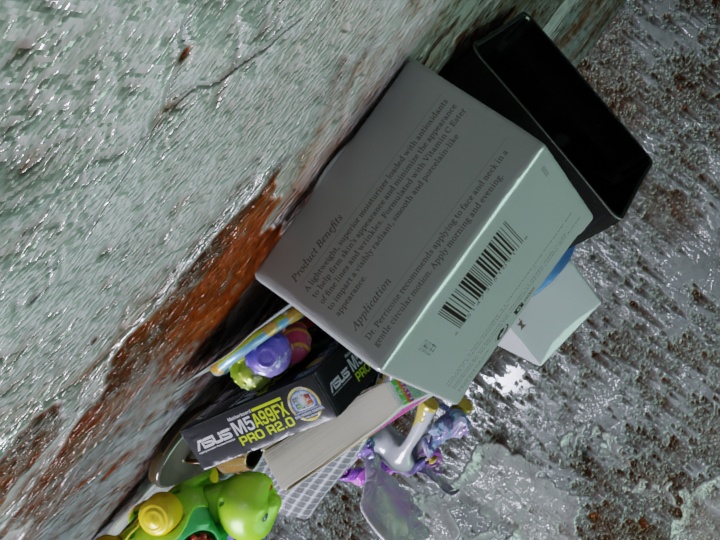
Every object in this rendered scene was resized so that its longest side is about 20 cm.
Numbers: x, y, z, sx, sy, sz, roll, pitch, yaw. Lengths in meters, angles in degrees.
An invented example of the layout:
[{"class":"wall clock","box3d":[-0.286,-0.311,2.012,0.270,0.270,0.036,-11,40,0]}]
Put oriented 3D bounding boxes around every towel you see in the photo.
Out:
[{"class":"towel","box3d":[-0.097,0.202,1.330,0.165,0.086,0.200,1,141,-32]}]

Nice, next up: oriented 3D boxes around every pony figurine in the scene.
[{"class":"pony figurine","box3d":[0.041,0.211,1.411,0.200,0.193,0.167,-54,177,29]}]

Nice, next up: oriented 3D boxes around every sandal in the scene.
[{"class":"sandal","box3d":[-0.111,0.166,1.168,0.200,0.055,0.082,-7,124,-41]}]

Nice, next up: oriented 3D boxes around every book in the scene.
[{"class":"book","box3d":[0.003,0.140,1.135,0.133,0.048,0.200,-32,172,13]}]

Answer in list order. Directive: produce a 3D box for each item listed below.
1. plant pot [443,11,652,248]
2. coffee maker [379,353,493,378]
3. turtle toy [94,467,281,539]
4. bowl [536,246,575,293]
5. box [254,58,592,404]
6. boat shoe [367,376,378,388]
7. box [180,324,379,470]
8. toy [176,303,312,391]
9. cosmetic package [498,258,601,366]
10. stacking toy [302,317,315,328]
[{"class":"plant pot","box3d":[0.136,-0.103,1.163,0.177,0.200,0.200,-39,-178,30]},{"class":"coffee maker","box3d":[0.082,0.086,1.569,0.200,0.192,0.135,5,-110,58]},{"class":"turtle toy","box3d":[-0.170,0.257,1.202,0.200,0.101,0.146,-38,179,16]},{"class":"bowl","box3d":[0.138,-0.016,1.296,0.200,0.039,0.201,-25,-154,13]},{"class":"box","box3d":[0.057,-0.021,0.936,0.199,0.131,0.200,-54,156,2]},{"class":"boat shoe","box3d":[0.027,0.042,1.211,0.084,0.069,0.200,-9,130,-35]},{"class":"box","box3d":[-0.048,0.094,1.099,0.160,0.044,0.200,-25,-171,32]},{"class":"toy","box3d":[-0.076,0.067,1.033,0.115,0.047,0.200,-38,-179,7]},{"class":"cosmetic package","box3d":[0.163,0.025,1.345,0.101,0.071,0.200,-44,-156,-8]},{"class":"stacking toy","box3d":[0.000,0.000,1.258,0.200,0.085,0.085,-46,175,-8]}]
